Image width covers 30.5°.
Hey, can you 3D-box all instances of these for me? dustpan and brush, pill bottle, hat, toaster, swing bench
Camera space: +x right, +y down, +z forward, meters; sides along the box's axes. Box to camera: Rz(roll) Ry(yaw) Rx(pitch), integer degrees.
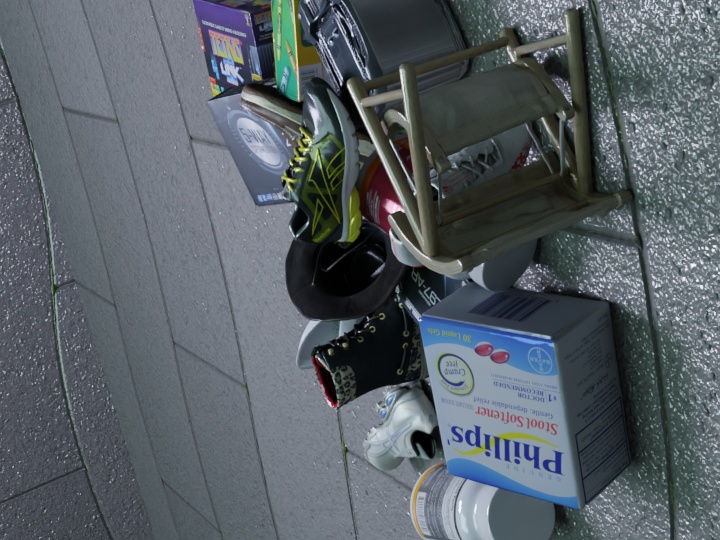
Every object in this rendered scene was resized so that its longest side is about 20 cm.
[{"bbox_3d":[-0.018,0.066,1.791,0.057,0.139,0.201,-106,14,-56],"label":"dustpan and brush"},{"bbox_3d":[0.152,0.300,1.650,0.200,0.116,0.117,-13,98,65],"label":"pill bottle"},{"bbox_3d":[0.000,0.000,1.650,0.201,0.201,0.081,40,174,47],"label":"hat"},{"bbox_3d":[0.096,-0.062,1.457,0.200,0.113,0.113,36,142,37],"label":"pill bottle"},{"bbox_3d":[0.030,-0.246,1.435,0.201,0.129,0.114,64,157,10],"label":"toaster"},{"bbox_3d":[0.122,-0.119,1.258,0.130,0.198,0.201,1,110,65],"label":"swing bench"}]

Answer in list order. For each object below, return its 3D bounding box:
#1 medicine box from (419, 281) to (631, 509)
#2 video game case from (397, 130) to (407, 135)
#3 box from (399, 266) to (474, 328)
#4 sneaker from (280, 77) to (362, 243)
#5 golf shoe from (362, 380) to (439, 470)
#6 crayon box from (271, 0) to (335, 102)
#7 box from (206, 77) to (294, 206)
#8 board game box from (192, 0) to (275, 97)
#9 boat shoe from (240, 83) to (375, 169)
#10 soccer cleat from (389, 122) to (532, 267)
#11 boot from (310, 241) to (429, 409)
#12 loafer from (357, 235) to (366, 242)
[{"bbox_3d":[0.176,0.129,1.410,0.182,0.103,0.201,8,118,43],"label":"medicine box"},{"bbox_3d":[0.032,-0.154,1.640,0.200,0.022,0.183,50,150,36],"label":"video game case"},{"bbox_3d":[0.126,0.049,1.581,0.200,0.043,0.161,54,152,30],"label":"box"},{"bbox_3d":[-0.048,-0.111,1.448,0.074,0.084,0.201,-130,28,-57],"label":"sneaker"},{"bbox_3d":[0.062,0.241,1.847,0.097,0.078,0.200,49,151,26],"label":"golf shoe"},{"bbox_3d":[-0.039,-0.305,1.520,0.058,0.118,0.201,32,131,52],"label":"crayon box"},{"bbox_3d":[-0.094,-0.169,1.707,0.199,0.043,0.161,-2,119,48],"label":"box"},{"bbox_3d":[-0.163,-0.306,1.886,0.200,0.057,0.166,29,136,56],"label":"board game box"},{"bbox_3d":[-0.057,-0.154,1.573,0.075,0.202,0.075,-57,-9,-73],"label":"boat shoe"},{"bbox_3d":[0.103,-0.088,1.345,0.069,0.200,0.085,42,180,22],"label":"soccer cleat"},{"bbox_3d":[0.009,0.070,1.712,0.073,0.153,0.205,20,127,59],"label":"boot"},{"bbox_3d":[-0.038,-0.097,1.777,0.201,0.068,0.071,41,153,52],"label":"loafer"}]
